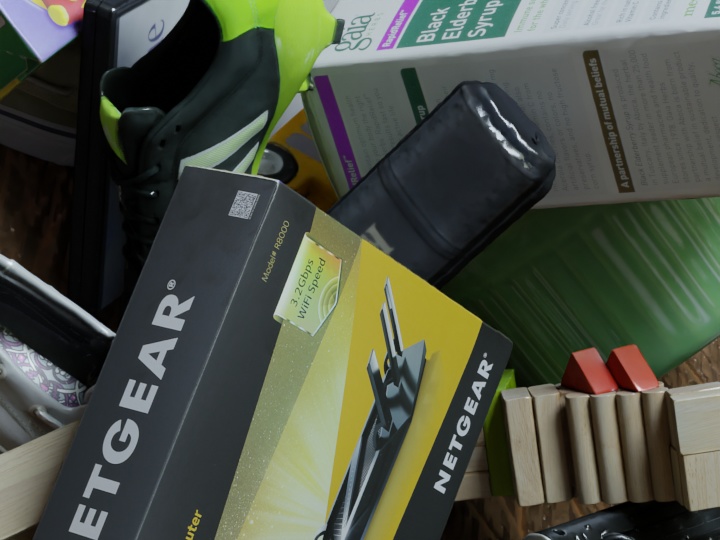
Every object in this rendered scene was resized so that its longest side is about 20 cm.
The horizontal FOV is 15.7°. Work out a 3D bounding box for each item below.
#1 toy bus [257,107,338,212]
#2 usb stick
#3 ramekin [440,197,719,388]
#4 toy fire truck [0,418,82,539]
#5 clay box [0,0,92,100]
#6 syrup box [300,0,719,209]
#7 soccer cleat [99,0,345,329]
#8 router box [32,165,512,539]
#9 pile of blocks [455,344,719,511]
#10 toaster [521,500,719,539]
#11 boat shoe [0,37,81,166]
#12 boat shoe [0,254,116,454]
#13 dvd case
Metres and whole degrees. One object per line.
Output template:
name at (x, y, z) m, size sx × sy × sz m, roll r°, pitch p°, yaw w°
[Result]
toy bus at (0.008, -0.047, 1.178) m, size 0.078 × 0.065 × 0.200 m, roll 29°, pitch 44°, yaw 16°
usb stick at (0.000, 0.000, 1.061) m, size 0.056 × 0.200 × 0.033 m, roll 49°, pitch 29°, yaw 2°
ramekin at (0.124, -0.020, 1.197) m, size 0.098 × 0.200 × 0.200 m, roll 52°, pitch 40°, yaw -7°
toy fire truck at (-0.188, 0.047, 0.936) m, size 0.200 × 0.128 × 0.177 m, roll 18°, pitch 50°, yaw -53°
clay box at (-0.121, -0.168, 1.092) m, size 0.115 × 0.048 × 0.200 m, roll 51°, pitch 46°, yaw -8°
syrup box at (0.082, -0.079, 1.064) m, size 0.079 × 0.199 × 0.082 m, roll -60°, pitch 140°, yaw -49°
soccer cleat at (-0.074, -0.040, 1.045) m, size 0.081 × 0.201 × 0.068 m, roll 3°, pitch 29°, yaw -33°
router box at (-0.036, 0.084, 0.966) m, size 0.157 × 0.052 × 0.201 m, roll 33°, pitch 74°, yaw -46°
pile of blocks at (0.093, 0.060, 1.094) m, size 0.082 × 0.199 × 0.063 m, roll -21°, pitch 105°, yaw -56°
toaster at (0.144, 0.186, 1.107) m, size 0.199 × 0.119 × 0.182 m, roll -12°, pitch 69°, yaw -46°
boat shoe at (-0.143, -0.093, 1.112) m, size 0.199 × 0.062 × 0.072 m, roll 8°, pitch 54°, yaw -39°
boat shoe at (-0.106, 0.052, 1.027) m, size 0.200 × 0.068 × 0.072 m, roll 40°, pitch 41°, yaw -10°
dvd case at (-0.061, -0.083, 1.131) m, size 0.017 × 0.143 × 0.200 m, roll 22°, pitch 34°, yaw 23°
